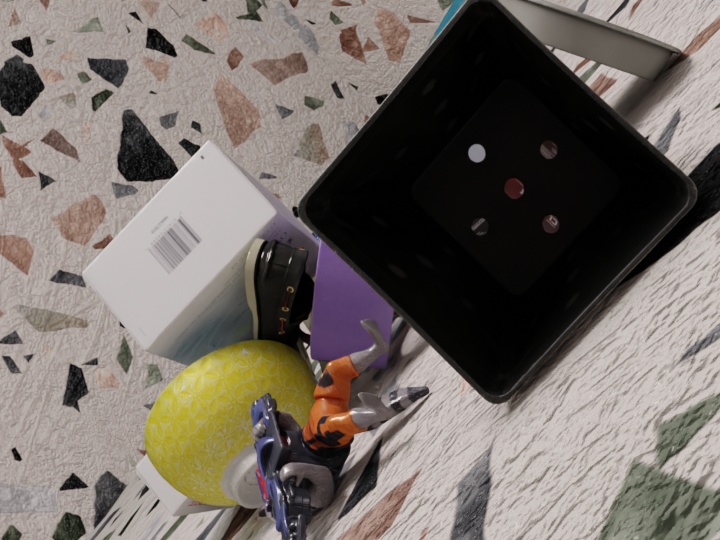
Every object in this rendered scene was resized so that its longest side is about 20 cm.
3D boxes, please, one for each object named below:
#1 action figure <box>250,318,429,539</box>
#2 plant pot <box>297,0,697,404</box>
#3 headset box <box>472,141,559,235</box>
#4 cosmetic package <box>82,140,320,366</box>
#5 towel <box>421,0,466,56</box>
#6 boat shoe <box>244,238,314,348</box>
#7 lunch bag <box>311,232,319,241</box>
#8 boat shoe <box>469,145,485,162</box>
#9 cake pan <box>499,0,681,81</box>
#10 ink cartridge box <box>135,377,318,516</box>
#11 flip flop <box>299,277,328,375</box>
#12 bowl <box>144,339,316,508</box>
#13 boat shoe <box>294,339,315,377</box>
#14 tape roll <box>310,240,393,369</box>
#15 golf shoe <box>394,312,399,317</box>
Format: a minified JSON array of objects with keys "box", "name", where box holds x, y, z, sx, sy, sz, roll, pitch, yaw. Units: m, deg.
[{"box":[-0.027,0.168,1.014,0.194,0.104,0.201,-54,31,27],"name":"action figure"},{"box":[0.104,-0.056,0.853,0.200,0.200,0.177,-48,-4,14],"name":"plant pot"},{"box":[0.135,-0.055,1.080,0.149,0.077,0.201,-44,7,44],"name":"headset box"},{"box":[-0.162,-0.005,1.277,0.199,0.123,0.200,-46,-19,2],"name":"cosmetic package"},{"box":[0.070,-0.189,1.170,0.201,0.021,0.147,-58,14,33],"name":"towel"},{"box":[-0.080,0.037,1.220,0.202,0.062,0.075,89,-166,-61],"name":"boat shoe"},{"box":[0.018,-0.043,1.553,0.201,0.136,0.132,-49,6,1],"name":"lunch bag"},{"box":[0.113,-0.138,1.107,0.200,0.070,0.066,-50,-15,30],"name":"boat shoe"},{"box":[0.209,-0.227,1.114,0.200,0.198,0.037,-77,5,-76],"name":"cake pan"},{"box":[-0.151,0.193,1.379,0.201,0.083,0.145,-50,-23,12],"name":"ink cartridge box"},{"box":[-0.053,0.066,1.428,0.082,0.057,0.201,-56,33,28],"name":"flip flop"},{"box":[-0.118,0.185,1.221,0.201,0.199,0.108,-48,49,11],"name":"bowl"},{"box":[-0.102,0.098,1.482,0.070,0.202,0.063,8,46,27],"name":"boat shoe"},{"box":[0.000,0.000,1.234,0.200,0.084,0.203,8,-90,-88],"name":"tape roll"},{"box":[0.076,-0.019,1.399,0.093,0.072,0.202,69,-142,-50],"name":"golf shoe"}]
